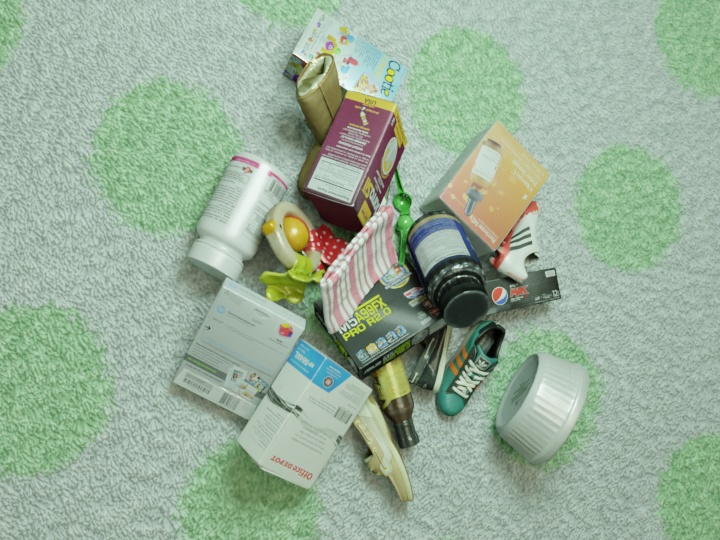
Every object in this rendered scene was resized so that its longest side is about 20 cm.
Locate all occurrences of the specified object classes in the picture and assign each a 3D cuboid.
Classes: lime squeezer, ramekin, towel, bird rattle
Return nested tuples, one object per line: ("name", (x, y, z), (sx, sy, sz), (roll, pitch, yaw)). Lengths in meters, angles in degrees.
("lime squeezer", (0.082, -0.109, 1.342), (0.037, 0.071, 0.206), (-4, 86, 2))
("ramekin", (0.328, 0.246, 1.317), (0.093, 0.203, 0.205), (29, 76, 0))
("towel", (0.000, 0.000, 1.220), (0.029, 0.148, 0.201), (27, 61, 24))
("bird rattle", (-0.098, -0.045, 1.221), (0.165, 0.111, 0.201), (59, 35, -18))

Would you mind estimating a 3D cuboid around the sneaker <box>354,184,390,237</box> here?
("sneaker", (-0.001, -0.096, 1.324), (0.086, 0.077, 0.205), (12, 74, -4))

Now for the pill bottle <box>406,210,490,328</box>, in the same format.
("pill bottle", (0.155, -0.002, 1.246), (0.109, 0.114, 0.202), (-1, 42, -16))

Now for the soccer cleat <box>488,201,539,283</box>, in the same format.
("soccer cleat", (0.318, -0.057, 1.385), (0.084, 0.069, 0.201), (36, 51, 2))

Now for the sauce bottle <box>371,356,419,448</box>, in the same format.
("sauce bottle", (0.061, 0.222, 1.302), (0.063, 0.065, 0.205), (-16, 87, -17))

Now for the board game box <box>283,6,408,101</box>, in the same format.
("board game box", (-0.029, -0.368, 1.321), (0.197, 0.103, 0.107), (31, 76, -10))

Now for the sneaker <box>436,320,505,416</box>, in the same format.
("sneaker", (0.209, 0.181, 1.341), (0.071, 0.080, 0.203), (31, 77, -11))

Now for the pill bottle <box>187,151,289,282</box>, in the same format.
("pill bottle", (-0.213, -0.090, 1.230), (0.112, 0.113, 0.204), (28, 77, -11))

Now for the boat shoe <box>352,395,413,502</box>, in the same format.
("boat shoe", (0.035, 0.330, 1.286), (0.065, 0.074, 0.204), (-24, 89, -4))

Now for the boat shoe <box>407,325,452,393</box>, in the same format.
("boat shoe", (0.139, 0.122, 1.336), (0.066, 0.072, 0.205), (13, 74, 11))

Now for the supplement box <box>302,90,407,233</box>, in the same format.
("supplement box", (-0.005, -0.188, 1.251), (0.101, 0.131, 0.204), (19, 77, 18))

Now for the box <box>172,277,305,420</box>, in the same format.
("box", (-0.204, 0.135, 1.196), (0.153, 0.041, 0.202), (27, 110, -11))

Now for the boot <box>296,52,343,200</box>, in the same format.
("boot", (-0.079, -0.246, 1.244), (0.065, 0.201, 0.178), (18, 69, 19))

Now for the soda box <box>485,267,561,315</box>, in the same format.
("soda box", (0.286, 0.044, 1.385), (0.195, 0.071, 0.065), (-10, 88, -17))

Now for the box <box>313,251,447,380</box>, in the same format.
("box", (0.037, 0.078, 1.282), (0.197, 0.045, 0.161), (-29, 60, -17))

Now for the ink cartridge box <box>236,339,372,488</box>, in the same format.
("ink cartridge box", (-0.093, 0.244, 1.199), (0.202, 0.084, 0.146), (-56, 135, -6))

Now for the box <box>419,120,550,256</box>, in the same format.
("box", (0.240, -0.153, 1.375), (0.152, 0.106, 0.201), (41, 74, -8))
